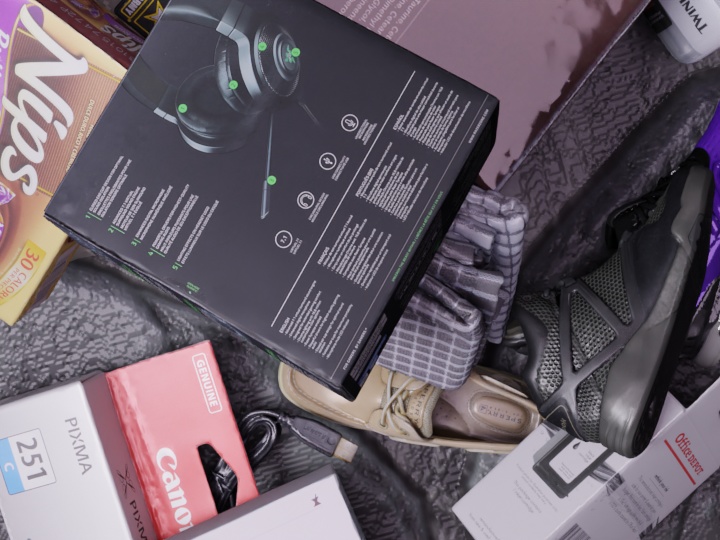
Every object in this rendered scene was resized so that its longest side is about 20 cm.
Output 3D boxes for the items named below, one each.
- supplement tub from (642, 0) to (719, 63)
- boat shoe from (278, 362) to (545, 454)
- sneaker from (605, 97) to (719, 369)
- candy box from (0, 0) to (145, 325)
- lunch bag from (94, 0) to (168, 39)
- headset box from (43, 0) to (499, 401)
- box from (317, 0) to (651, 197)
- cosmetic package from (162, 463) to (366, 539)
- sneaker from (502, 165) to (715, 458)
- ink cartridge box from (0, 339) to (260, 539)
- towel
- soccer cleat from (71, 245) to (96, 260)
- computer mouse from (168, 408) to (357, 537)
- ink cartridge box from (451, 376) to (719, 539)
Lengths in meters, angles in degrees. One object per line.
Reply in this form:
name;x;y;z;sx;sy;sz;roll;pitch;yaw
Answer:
supplement tub;0.209;-0.252;0.877;0.122;0.123;0.201;-37;93;1
boat shoe;0.039;0.088;0.920;0.198;0.065;0.073;14;93;-2
sneaker;0.224;-0.039;0.914;0.098;0.070;0.203;13;92;1
candy box;-0.211;-0.078;0.828;0.116;0.057;0.201;37;117;-1
lunch bag;-0.174;-0.209;0.876;0.200;0.118;0.164;41;98;-5
headset box;-0.050;-0.054;0.720;0.199;0.093;0.175;28;83;8
box;0.052;-0.172;0.857;0.199;0.166;0.165;39;91;-2
cosmetic package;-0.078;0.241;0.874;0.198;0.052;0.152;-23;94;-3
sneaker;0.160;0.011;0.847;0.113;0.076;0.201;18;74;25
ink cartridge box;-0.159;0.168;0.913;0.174;0.045;0.202;-17;93;15
towel;0.000;0.000;0.839;0.198;0.166;0.086;21;65;8
soccer cleat;-0.146;-0.042;0.912;0.199;0.069;0.078;-29;98;-1
computer mouse;-0.026;0.187;0.934;0.199;0.046;0.141;33;100;7
ink cartridge box;0.171;0.133;0.894;0.200;0.116;0.068;-43;54;1
